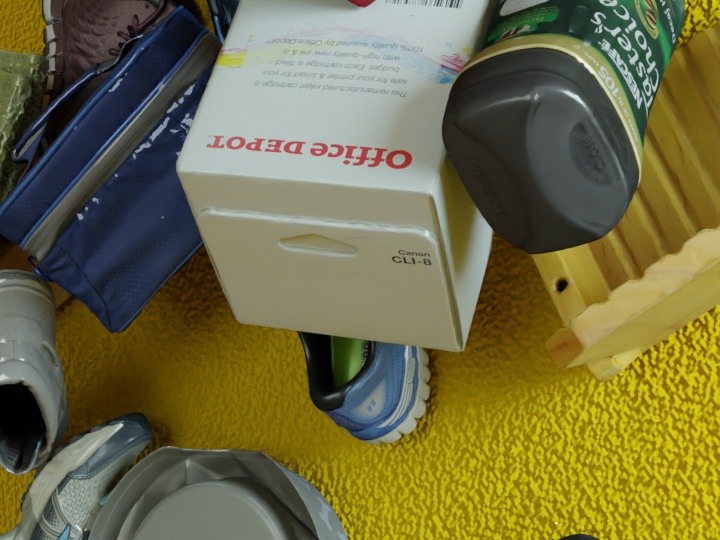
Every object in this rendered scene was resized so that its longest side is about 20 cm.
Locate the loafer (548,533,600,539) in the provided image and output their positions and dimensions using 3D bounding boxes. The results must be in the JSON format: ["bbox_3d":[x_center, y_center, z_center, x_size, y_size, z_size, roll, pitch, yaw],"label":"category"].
[{"bbox_3d":[0.052,0.205,0.905,0.199,0.071,0.074,-37,62,21],"label":"loafer"}]

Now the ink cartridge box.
[{"bbox_3d":[0.004,-0.080,0.898,0.143,0.145,0.202,6,54,17],"label":"ink cartridge box"}]

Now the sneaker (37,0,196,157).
[{"bbox_3d":[-0.170,-0.144,1.134,0.114,0.075,0.203,-14,72,26],"label":"sneaker"}]

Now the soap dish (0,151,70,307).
[{"bbox_3d":[-0.295,-0.015,1.181,0.200,0.081,0.158,-41,60,21],"label":"soap dish"}]

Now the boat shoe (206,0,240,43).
[{"bbox_3d":[-0.108,-0.221,1.102,0.068,0.084,0.201,-32,61,13],"label":"boat shoe"}]

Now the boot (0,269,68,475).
[{"bbox_3d":[-0.231,0.098,1.053,0.072,0.201,0.096,-1,50,-7],"label":"boot"}]

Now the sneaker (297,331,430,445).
[{"bbox_3d":[0.000,0.000,0.975,0.078,0.089,0.203,-12,68,30],"label":"sneaker"}]

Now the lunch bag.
[{"bbox_3d":[-0.148,-0.068,1.036,0.132,0.136,0.200,43,105,-8],"label":"lunch bag"}]

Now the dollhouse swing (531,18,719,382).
[{"bbox_3d":[0.162,-0.056,0.829,0.199,0.175,0.183,-35,62,23],"label":"dollhouse swing"}]

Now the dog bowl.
[{"bbox_3d":[-0.087,0.208,1.006,0.198,0.058,0.203,-8,76,32],"label":"dog bowl"}]

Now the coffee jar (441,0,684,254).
[{"bbox_3d":[0.109,-0.104,0.825,0.085,0.105,0.201,-14,33,32],"label":"coffee jar"}]

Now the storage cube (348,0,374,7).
[{"bbox_3d":[-0.010,-0.276,0.800,0.199,0.179,0.173,-34,44,37],"label":"storage cube"}]

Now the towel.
[{"bbox_3d":[-0.287,-0.063,1.106,0.147,0.036,0.202,17,88,44],"label":"towel"}]

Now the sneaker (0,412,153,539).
[{"bbox_3d":[-0.193,0.185,1.086,0.086,0.077,0.201,42,106,15],"label":"sneaker"}]
